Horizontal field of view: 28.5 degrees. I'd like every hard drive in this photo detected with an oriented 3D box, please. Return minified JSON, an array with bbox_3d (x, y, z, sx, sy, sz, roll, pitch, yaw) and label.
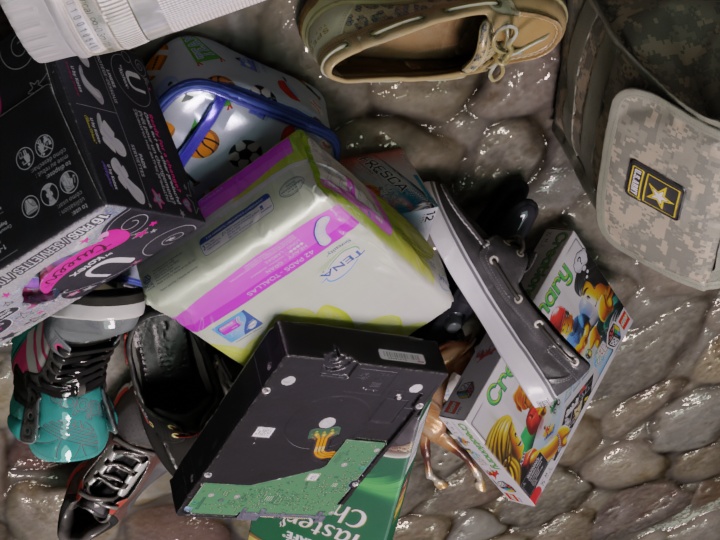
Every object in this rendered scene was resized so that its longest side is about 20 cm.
[{"bbox_3d":[-0.042,0.117,1.054,0.139,0.038,0.201,8,134,-30],"label":"hard drive"}]

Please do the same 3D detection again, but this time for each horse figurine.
[{"bbox_3d":[0.019,0.140,1.208,0.198,0.050,0.134,-13,112,15],"label":"horse figurine"}]

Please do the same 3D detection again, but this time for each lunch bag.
[{"bbox_3d":[0.219,-0.104,1.008,0.116,0.201,0.165,-14,142,-9],"label":"lunch bag"},{"bbox_3d":[-0.121,-0.063,1.006,0.159,0.076,0.200,17,127,-35],"label":"lunch bag"}]

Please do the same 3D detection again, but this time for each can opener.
[{"bbox_3d":[0.085,0.009,1.188,0.078,0.064,0.200,15,129,-36],"label":"can opener"}]

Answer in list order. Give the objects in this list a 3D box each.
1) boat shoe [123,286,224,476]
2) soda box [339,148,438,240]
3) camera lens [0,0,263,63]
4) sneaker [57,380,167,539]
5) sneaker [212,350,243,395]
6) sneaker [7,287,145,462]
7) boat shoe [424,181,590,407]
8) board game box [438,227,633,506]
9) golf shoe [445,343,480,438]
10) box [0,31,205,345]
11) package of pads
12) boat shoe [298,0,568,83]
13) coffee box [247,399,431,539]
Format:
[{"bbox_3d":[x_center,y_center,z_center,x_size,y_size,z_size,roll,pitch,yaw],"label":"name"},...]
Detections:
[{"bbox_3d":[-0.145,0.107,1.139,0.073,0.063,0.203,-14,117,-3],"label":"boat shoe"},{"bbox_3d":[0.000,0.000,1.132,0.063,0.069,0.201,-12,142,-24],"label":"soda box"},{"bbox_3d":[-0.106,-0.213,0.766,0.198,0.161,0.161,-20,142,-1],"label":"camera lens"},{"bbox_3d":[-0.205,0.175,1.220,0.077,0.082,0.201,30,126,-6],"label":"sneaker"},{"bbox_3d":[-0.109,0.115,1.217,0.088,0.074,0.201,-19,141,-5],"label":"sneaker"},{"bbox_3d":[-0.205,0.076,1.018,0.083,0.122,0.200,-3,176,-27],"label":"sneaker"},{"bbox_3d":[0.114,0.008,1.116,0.066,0.201,0.070,-31,172,6],"label":"boat shoe"},{"bbox_3d":[0.153,0.081,1.206,0.126,0.034,0.201,50,62,-35],"label":"board game box"},{"bbox_3d":[0.121,0.101,1.307,0.096,0.079,0.201,-6,138,-8],"label":"golf shoe"},{"bbox_3d":[-0.220,-0.044,0.896,0.199,0.133,0.114,-29,165,22],"label":"box"},{"bbox_3d":[-0.040,0.001,1.002,0.154,0.069,0.200,-33,142,14],"label":"package of pads"},{"bbox_3d":[0.057,-0.158,0.982,0.198,0.063,0.074,-7,139,-17],"label":"boat shoe"},{"bbox_3d":[-0.020,0.167,1.172,0.122,0.044,0.201,20,124,8],"label":"coffee box"}]
